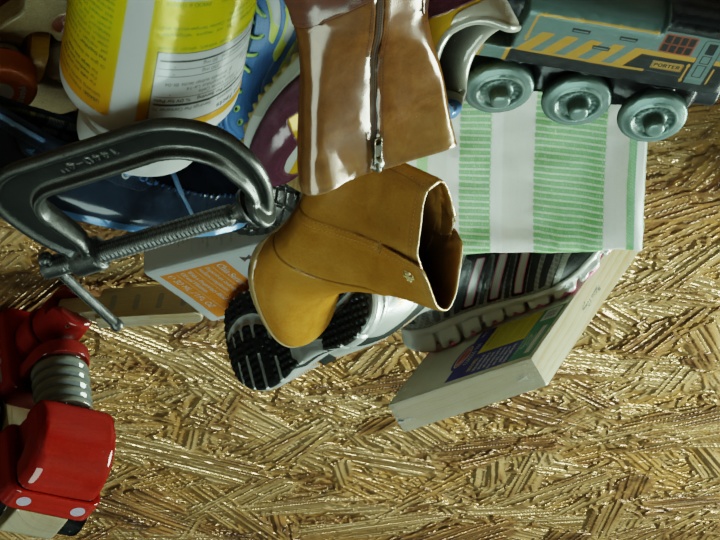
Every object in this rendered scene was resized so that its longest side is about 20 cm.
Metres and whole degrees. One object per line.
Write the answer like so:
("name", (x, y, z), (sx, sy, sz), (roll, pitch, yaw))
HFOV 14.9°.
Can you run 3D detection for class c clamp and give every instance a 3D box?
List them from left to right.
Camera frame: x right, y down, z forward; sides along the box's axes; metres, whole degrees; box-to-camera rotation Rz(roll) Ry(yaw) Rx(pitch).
("c clamp", (-0.130, -0.035, 1.648), (0.199, 0.027, 0.171), (-19, 141, 34))

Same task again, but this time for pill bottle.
("pill bottle", (-0.115, -0.153, 1.590), (0.109, 0.110, 0.201), (4, 134, -11))

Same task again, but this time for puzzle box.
("puzzle box", (0.114, 0.042, 2.023), (0.133, 0.200, 0.025), (-20, 108, 36))

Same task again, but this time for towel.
("towel", (0.093, -0.077, 1.839), (0.199, 0.023, 0.153), (-1, 118, 1))

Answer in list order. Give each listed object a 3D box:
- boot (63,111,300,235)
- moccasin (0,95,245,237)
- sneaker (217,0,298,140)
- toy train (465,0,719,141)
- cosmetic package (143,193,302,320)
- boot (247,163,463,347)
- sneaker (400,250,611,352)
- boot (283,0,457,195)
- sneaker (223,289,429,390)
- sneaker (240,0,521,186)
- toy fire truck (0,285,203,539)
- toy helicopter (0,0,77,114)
("boot", (-0.142, -0.076, 1.851), (0.131, 0.070, 0.199), (21, -172, 42))
("moccasin", (-0.150, -0.066, 1.697), (0.199, 0.080, 0.069), (6, 113, -32))
("sneaker", (-0.061, -0.136, 1.683), (0.076, 0.105, 0.200), (31, 157, 8))
("toy train", (0.145, -0.150, 1.721), (0.199, 0.086, 0.114), (9, 140, -16))
("cosmetic package", (-0.046, -0.032, 1.965), (0.199, 0.072, 0.101), (-14, 152, 24))
("boot", (0.000, -0.001, 1.775), (0.144, 0.071, 0.202), (29, 140, 30))
("sneaker", (0.097, -0.016, 1.998), (0.199, 0.074, 0.088), (-28, 120, 20))
("boot", (0.041, -0.151, 1.567), (0.188, 0.068, 0.201), (-25, 126, -22))
("sneaker", (-0.024, 0.037, 1.942), (0.080, 0.074, 0.200), (-10, 176, -38))
("sneaker", (0.010, -0.108, 1.663), (0.200, 0.090, 0.075), (-49, 163, 24))
("toy fire truck", (-0.214, 0.089, 2.115), (0.128, 0.177, 0.200), (15, 136, -31))
("toy helicopter", (-0.148, -0.154, 1.699), (0.200, 0.079, 0.132), (-33, 136, 28))
